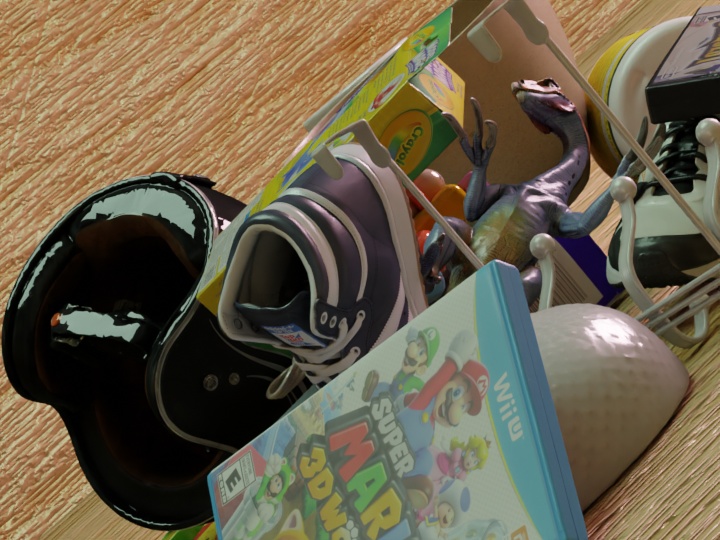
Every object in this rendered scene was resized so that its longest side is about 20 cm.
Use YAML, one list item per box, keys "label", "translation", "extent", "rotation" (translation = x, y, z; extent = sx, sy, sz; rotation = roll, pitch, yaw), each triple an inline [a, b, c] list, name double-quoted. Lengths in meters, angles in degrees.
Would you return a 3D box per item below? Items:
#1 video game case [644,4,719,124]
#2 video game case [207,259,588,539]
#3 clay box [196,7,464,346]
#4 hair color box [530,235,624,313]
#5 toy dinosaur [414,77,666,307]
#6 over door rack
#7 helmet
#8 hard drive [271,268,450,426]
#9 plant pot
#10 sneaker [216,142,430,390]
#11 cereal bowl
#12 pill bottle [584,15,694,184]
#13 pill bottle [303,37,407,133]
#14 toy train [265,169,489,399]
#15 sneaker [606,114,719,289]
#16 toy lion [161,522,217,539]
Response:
- label: "video game case"
  translation: [0.258, -0.127, 1.555]
  extent: [0.180, 0.026, 0.200]
  rotation: [-8, 14, 17]
- label: "video game case"
  translation: [0.011, 0.105, 1.260]
  extent: [0.018, 0.143, 0.200]
  rotation: [19, -44, -39]
- label: "clay box"
  translation: [-0.006, -0.056, 1.611]
  extent: [0.200, 0.048, 0.115]
  rotation: [-44, 11, 15]
- label: "hair color box"
  translation: [0.067, 0.047, 1.767]
  extent: [0.109, 0.065, 0.200]
  rotation: [-44, 7, -31]
- label: "toy dinosaur"
  translation: [0.070, -0.026, 1.547]
  extent: [0.200, 0.105, 0.181]
  rotation: [-57, -7, 29]
- label: "over door rack"
  translation: [0.099, -0.040, 1.391]
  extent: [0.148, 0.200, 0.067]
  rotation: [-37, 17, 47]
- label: "helmet"
  translation: [-0.109, 0.054, 1.783]
  extent: [0.199, 0.191, 0.201]
  rotation: [-16, 51, 21]
- label: "hard drive"
  translation: [0.010, 0.088, 1.608]
  extent: [0.200, 0.033, 0.140]
  rotation: [-45, 26, 3]
- label: "plant pot"
  translation: [0.069, -0.081, 1.819]
  extent: [0.200, 0.135, 0.200]
  rotation: [-41, 9, 8]
- label: "sneaker"
  translation: [-0.006, 0.046, 1.437]
  extent: [0.070, 0.201, 0.108]
  rotation: [-9, 15, 36]
- label: "cereal bowl"
  translation: [0.054, 0.082, 1.346]
  extent: [0.200, 0.083, 0.200]
  rotation: [-40, 3, 2]
- label: "pill bottle"
  translation: [0.199, -0.102, 1.825]
  extent: [0.111, 0.111, 0.200]
  rotation: [-40, 4, -3]
- label: "pill bottle"
  translation: [0.059, -0.054, 1.965]
  extent: [0.114, 0.200, 0.114]
  rotation: [-40, 3, 3]
- label: "toy train"
  translation: [0.000, 0.000, 1.646]
  extent: [0.150, 0.056, 0.200]
  rotation: [-50, 9, -31]
- label: "sneaker"
  translation: [0.174, -0.048, 1.540]
  extent: [0.073, 0.080, 0.200]
  rotation: [-1, 21, 18]
- label: "toy lion"
  translation: [-0.088, 0.178, 1.881]
  extent: [0.200, 0.069, 0.192]
  rotation: [-37, 12, 41]
